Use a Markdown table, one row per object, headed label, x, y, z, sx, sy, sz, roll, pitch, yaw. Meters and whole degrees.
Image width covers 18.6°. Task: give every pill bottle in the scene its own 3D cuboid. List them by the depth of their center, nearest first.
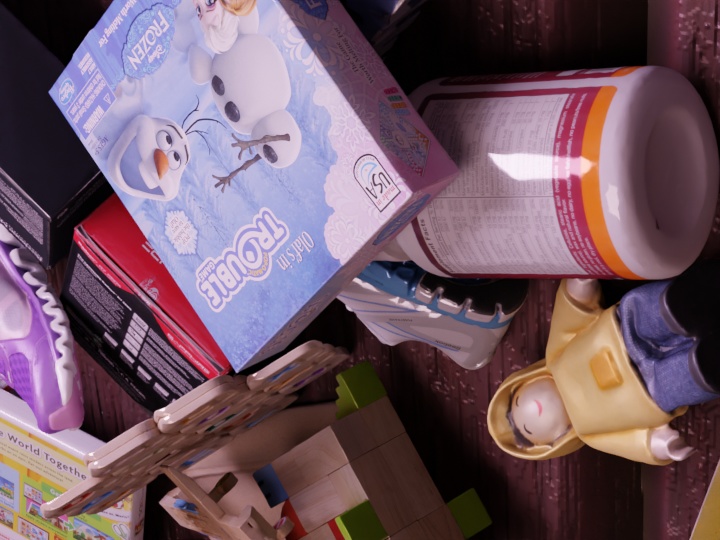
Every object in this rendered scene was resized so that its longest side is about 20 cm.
| label | x | y | z | sx | sy | sz | roll | pitch | yaw |
| --- | --- | --- | --- | --- | --- | --- | --- | --- | --- |
| pill bottle | 0.080 | -0.050 | 1.173 | 0.199 | 0.110 | 0.110 | 0 | 121 | 37 |

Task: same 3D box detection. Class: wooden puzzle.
| label | x | y | z | sx | sy | sz | roll | pitch | yaw |
| --- | --- | --- | --- | --- | --- | --- | --- | --- | --- |
| wooden puzzle | -0.025 | 0.183 | 1.481 | 0.184 | 0.037 | 0.201 | -11 | 109 | 40 |

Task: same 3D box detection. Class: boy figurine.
| label | x | y | z | sx | sy | sz | roll | pitch | yaw |
| --- | --- | --- | --- | --- | --- | --- | --- | --- | --- |
| boy figurine | 0.140 | 0.053 | 1.229 | 0.200 | 0.064 | 0.125 | -29 | 84 | 54 |

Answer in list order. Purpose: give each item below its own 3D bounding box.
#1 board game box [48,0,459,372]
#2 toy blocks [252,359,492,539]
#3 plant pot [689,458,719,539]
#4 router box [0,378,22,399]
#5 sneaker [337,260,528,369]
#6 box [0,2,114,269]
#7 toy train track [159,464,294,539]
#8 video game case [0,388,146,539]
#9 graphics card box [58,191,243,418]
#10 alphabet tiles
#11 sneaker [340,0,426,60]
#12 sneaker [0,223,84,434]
| label | x | y | z | sx | sy | sz | roll | pitch | yaw |
| --- | --- | --- | --- | --- | --- | --- | --- | --- | --- |
| board game box | -0.064 | -0.076 | 1.186 | 0.199 | 0.043 | 0.200 | 54 | 137 | 9 |
| toy blocks | 0.000 | 0.174 | 1.377 | 0.137 | 0.100 | 0.201 | -35 | 83 | 52 |
| plant pot | 0.285 | 0.186 | 1.148 | 0.175 | 0.200 | 0.201 | -1 | 121 | 25 |
| router box | -0.297 | 0.141 | 1.639 | 0.199 | 0.049 | 0.180 | 5 | 124 | 34 |
| sneaker | 0.000 | 0.000 | 1.301 | 0.199 | 0.075 | 0.087 | 30 | 140 | 16 |
| box | -0.234 | -0.108 | 1.348 | 0.200 | 0.079 | 0.141 | 45 | 163 | 2 |
| toy train track | -0.087 | 0.152 | 1.403 | 0.115 | 0.033 | 0.200 | 48 | 165 | -12 |
| video game case | -0.241 | 0.164 | 1.564 | 0.199 | 0.023 | 0.183 | 25 | 132 | 19 |
| graphics card box | -0.128 | 0.032 | 1.379 | 0.125 | 0.051 | 0.200 | 44 | 159 | 5 |
| alphabet tiles | -0.100 | 0.095 | 1.350 | 0.195 | 0.200 | 0.015 | -33 | 81 | 7 |
| sneaker | -0.041 | -0.144 | 1.228 | 0.115 | 0.081 | 0.200 | 45 | 130 | 6 |
| sneaker | -0.240 | 0.030 | 1.426 | 0.081 | 0.088 | 0.201 | 96 | 151 | -51 |
